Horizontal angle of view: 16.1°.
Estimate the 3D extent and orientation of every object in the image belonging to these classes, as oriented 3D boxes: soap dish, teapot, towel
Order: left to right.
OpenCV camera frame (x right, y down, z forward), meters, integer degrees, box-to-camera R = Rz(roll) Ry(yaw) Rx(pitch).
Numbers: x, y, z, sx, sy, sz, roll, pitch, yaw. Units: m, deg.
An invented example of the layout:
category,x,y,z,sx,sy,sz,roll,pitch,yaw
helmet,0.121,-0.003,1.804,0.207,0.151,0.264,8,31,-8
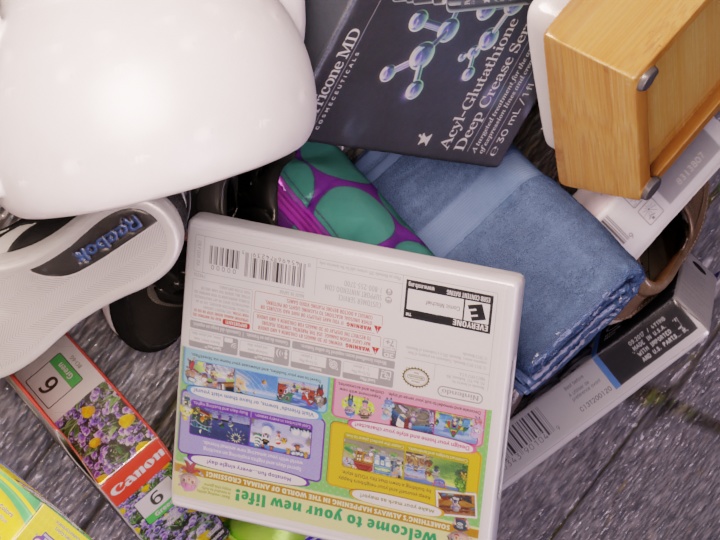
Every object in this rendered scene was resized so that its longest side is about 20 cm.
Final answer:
category,x,y,z,sx,sy,sz,roll,pitch,yaw
teapot,-0.126,-0.117,1.345,0.200,0.196,0.147,-44,121,-68
towel,0.078,-0.021,1.599,0.112,0.200,0.049,-42,150,-7
soap dish,0.175,-0.140,1.513,0.157,0.081,0.200,-48,160,-13

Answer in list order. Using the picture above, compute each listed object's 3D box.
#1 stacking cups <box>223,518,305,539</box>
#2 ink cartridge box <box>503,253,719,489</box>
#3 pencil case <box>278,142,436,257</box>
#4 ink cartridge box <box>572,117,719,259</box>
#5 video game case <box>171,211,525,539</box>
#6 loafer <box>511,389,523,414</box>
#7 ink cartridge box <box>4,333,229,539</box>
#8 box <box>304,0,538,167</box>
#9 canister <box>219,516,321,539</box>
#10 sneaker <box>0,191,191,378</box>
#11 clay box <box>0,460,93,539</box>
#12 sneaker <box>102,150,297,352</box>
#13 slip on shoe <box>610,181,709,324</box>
category,x,y,z,sx,sy,sz,roll,pitch,yaw
stacking cups,-0.044,0.118,1.610,0.060,0.060,0.201,2,113,-47
ink cartridge box,0.169,0.066,1.839,0.198,0.043,0.200,-39,-178,16
pencil case,0.000,0.000,1.541,0.085,0.200,0.092,-47,151,8
ink cartridge box,0.154,-0.047,1.709,0.057,0.200,0.163,43,86,-18
video game case,-0.011,0.071,1.473,0.022,0.199,0.183,-44,142,-64
loafer,0.050,0.091,1.660,0.071,0.073,0.201,1,118,-48
ink cartridge box,-0.157,0.099,1.554,0.050,0.109,0.200,-40,145,-8
box,0.023,-0.157,1.491,0.199,0.107,0.149,4,121,-47
canister,-0.032,0.144,1.751,0.200,0.087,0.149,-31,142,-23
sneaker,-0.181,-0.002,1.465,0.199,0.112,0.073,-23,106,14
clay box,-0.211,0.133,1.449,0.048,0.200,0.115,-52,146,-9
sneaker,-0.096,-0.021,1.517,0.075,0.088,0.201,-11,132,-40
slip on shoe,0.207,-0.034,1.774,0.060,0.076,0.200,-26,-167,41
